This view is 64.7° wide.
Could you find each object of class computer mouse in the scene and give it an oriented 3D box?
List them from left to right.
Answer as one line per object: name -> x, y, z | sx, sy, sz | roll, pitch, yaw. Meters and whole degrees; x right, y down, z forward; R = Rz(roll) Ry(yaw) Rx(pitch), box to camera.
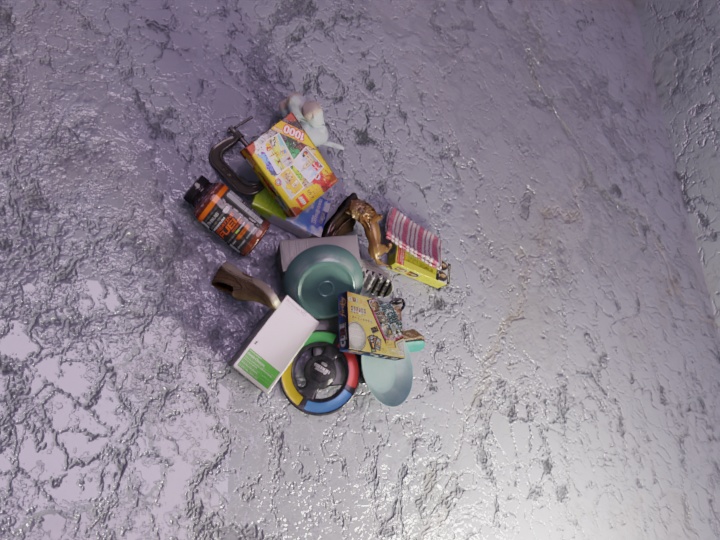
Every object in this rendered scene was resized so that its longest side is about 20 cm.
computer mouse -> 0.032, 0.106, 1.521 | 0.197, 0.034, 0.060 | -6, 75, -25

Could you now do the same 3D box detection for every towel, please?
towel -> 0.159, -0.094, 1.647 | 0.198, 0.030, 0.147 | 30, 35, -14

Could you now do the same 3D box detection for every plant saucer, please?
plant saucer -> -0.085, 0.038, 1.361 | 0.198, 0.202, 0.036 | 25, 17, -23
plant saucer -> 0.058, 0.241, 1.422 | 0.199, 0.038, 0.205 | 23, 58, -42

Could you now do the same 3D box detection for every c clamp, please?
c clamp -> -0.289, -0.290, 1.443 | 0.170, 0.027, 0.201 | -35, 78, -23

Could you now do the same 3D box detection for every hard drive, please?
hard drive -> -0.054, 0.185, 1.425 | 0.137, 0.033, 0.204 | -2, 74, -13

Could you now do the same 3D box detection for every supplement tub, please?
supplement tub -> -0.320, -0.133, 1.351 | 0.199, 0.107, 0.108 | 39, 56, -14

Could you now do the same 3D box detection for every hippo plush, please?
hippo plush -> -0.175, -0.355, 1.529 | 0.162, 0.158, 0.201 | -56, 148, -16

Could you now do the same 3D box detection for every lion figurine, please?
lion figurine -> 0.032, -0.095, 1.515 | 0.203, 0.072, 0.122 | 66, 17, 7

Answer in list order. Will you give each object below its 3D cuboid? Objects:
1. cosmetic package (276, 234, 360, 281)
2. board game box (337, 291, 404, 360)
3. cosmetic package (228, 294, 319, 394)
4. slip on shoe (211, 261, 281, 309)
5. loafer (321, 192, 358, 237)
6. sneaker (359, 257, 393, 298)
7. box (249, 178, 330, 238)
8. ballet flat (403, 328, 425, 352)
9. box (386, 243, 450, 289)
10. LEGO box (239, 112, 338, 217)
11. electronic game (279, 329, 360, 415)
cosmetic package -> -0.104, -0.029, 1.416 | 0.196, 0.107, 0.092 | -7, 75, -14
board game box -> 0.028, 0.137, 1.373 | 0.198, 0.034, 0.138 | 18, 62, -44
cosmetic package -> -0.199, 0.167, 1.304 | 0.107, 0.085, 0.201 | 39, 73, -12
slip on shoe -> -0.263, 0.045, 1.292 | 0.198, 0.077, 0.061 | 29, 63, 29
loafer -> -0.045, -0.131, 1.545 | 0.071, 0.073, 0.201 | 42, 56, -11
sneaker -> 0.000, 0.000, 1.538 | 0.198, 0.076, 0.081 | 31, 27, -10
box -> -0.183, -0.169, 1.486 | 0.198, 0.048, 0.124 | 26, 61, -21
ballet flat -> 0.079, 0.190, 1.519 | 0.197, 0.071, 0.066 | 2, 32, -27
box -> 0.172, -0.014, 1.657 | 0.198, 0.050, 0.076 | 22, 63, -24
LEGO box -> -0.175, -0.258, 1.402 | 0.149, 0.077, 0.201 | -42, 108, -16
electronic game -> -0.096, 0.243, 1.359 | 0.196, 0.042, 0.204 | 2, 73, -5
